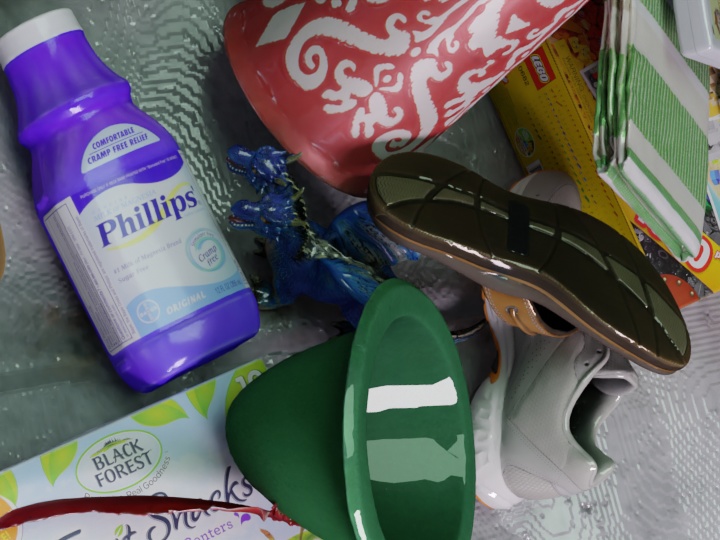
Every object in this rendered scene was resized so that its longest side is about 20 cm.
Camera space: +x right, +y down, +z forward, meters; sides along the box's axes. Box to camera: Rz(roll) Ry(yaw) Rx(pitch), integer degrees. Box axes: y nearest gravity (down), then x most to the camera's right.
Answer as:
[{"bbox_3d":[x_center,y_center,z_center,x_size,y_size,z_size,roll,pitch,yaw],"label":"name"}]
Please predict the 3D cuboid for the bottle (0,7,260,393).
[{"bbox_3d":[-0.128,-0.039,1.084,0.083,0.065,0.201,-25,87,-30],"label":"bottle"}]

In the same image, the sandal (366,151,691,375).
[{"bbox_3d":[0.088,0.003,1.110,0.198,0.055,0.082,22,43,-13],"label":"sandal"}]

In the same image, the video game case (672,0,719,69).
[{"bbox_3d":[0.215,-0.214,1.219,0.182,0.022,0.202,5,76,-60],"label":"video game case"}]

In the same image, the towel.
[{"bbox_3d":[0.167,-0.121,1.164,0.152,0.023,0.202,37,52,-56],"label":"towel"}]

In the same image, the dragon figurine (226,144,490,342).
[{"bbox_3d":[0.000,0.000,1.122,0.199,0.099,0.059,27,63,-18],"label":"dragon figurine"}]

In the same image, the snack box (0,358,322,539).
[{"bbox_3d":[-0.109,0.147,1.041,0.199,0.053,0.143,-23,85,-34],"label":"snack box"}]

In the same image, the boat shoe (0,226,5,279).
[{"bbox_3d":[-0.241,-0.069,1.014,0.073,0.065,0.201,-31,121,-6],"label":"boat shoe"}]

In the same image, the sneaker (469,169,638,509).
[{"bbox_3d":[0.119,0.038,1.169,0.076,0.091,0.202,30,62,-51],"label":"sneaker"}]

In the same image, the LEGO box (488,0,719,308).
[{"bbox_3d":[0.179,-0.078,1.258,0.148,0.077,0.201,-22,85,-32],"label":"LEGO box"}]

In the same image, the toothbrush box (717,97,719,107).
[{"bbox_3d":[0.307,-0.066,1.161,0.085,0.200,0.148,-6,78,-29],"label":"toothbrush box"}]

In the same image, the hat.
[{"bbox_3d":[-0.053,0.091,1.053,0.200,0.174,0.167,49,41,-55],"label":"hat"}]

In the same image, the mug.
[{"bbox_3d":[0.027,-0.165,1.105,0.178,0.199,0.134,46,27,-14],"label":"mug"}]
